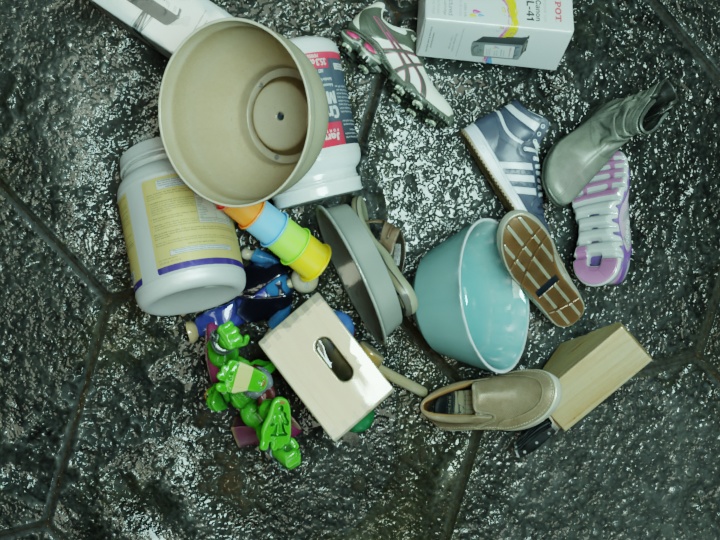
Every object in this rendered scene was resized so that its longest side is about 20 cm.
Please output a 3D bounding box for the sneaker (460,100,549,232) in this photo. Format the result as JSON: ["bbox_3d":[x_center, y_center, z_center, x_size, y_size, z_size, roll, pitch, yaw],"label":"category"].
[{"bbox_3d":[0.236,-0.139,1.141,0.108,0.070,0.202,-33,92,1],"label":"sneaker"}]

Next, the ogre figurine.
[{"bbox_3d":[-0.142,0.153,1.041,0.200,0.119,0.099,45,77,-22],"label":"ogre figurine"}]

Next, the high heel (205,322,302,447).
[{"bbox_3d":[-0.149,0.153,1.129,0.094,0.068,0.203,-12,118,6],"label":"high heel"}]

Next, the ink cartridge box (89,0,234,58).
[{"bbox_3d":[-0.245,-0.325,1.067,0.198,0.144,0.085,34,92,-4],"label":"ink cartridge box"}]

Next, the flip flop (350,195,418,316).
[{"bbox_3d":[0.039,-0.025,1.096,0.057,0.201,0.082,-27,138,-4],"label":"flip flop"}]

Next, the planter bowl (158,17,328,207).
[{"bbox_3d":[-0.117,-0.182,0.954,0.196,0.134,0.205,4,100,22],"label":"planter bowl"}]

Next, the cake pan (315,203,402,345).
[{"bbox_3d":[0.000,0.000,1.075,0.036,0.200,0.203,-25,95,-9],"label":"cake pan"}]

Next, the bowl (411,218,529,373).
[{"bbox_3d":[0.140,0.037,1.104,0.104,0.199,0.205,-7,95,36],"label":"bowl"}]

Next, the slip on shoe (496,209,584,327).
[{"bbox_3d":[0.241,-0.008,1.119,0.076,0.061,0.200,-38,119,9],"label":"slip on shoe"}]

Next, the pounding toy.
[{"bbox_3d":[-0.015,0.134,1.099,0.142,0.184,0.201,-39,85,-5],"label":"pounding toy"}]

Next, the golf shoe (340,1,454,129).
[{"bbox_3d":[0.064,-0.281,1.123,0.199,0.077,0.088,42,84,-5],"label":"golf shoe"}]

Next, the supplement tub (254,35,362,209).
[{"bbox_3d":[-0.077,-0.194,1.086,0.138,0.140,0.204,-13,94,-2],"label":"supplement tub"}]

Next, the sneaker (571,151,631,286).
[{"bbox_3d":[0.348,-0.067,1.153,0.079,0.088,0.204,-4,71,39],"label":"sneaker"}]

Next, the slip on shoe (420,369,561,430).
[{"bbox_3d":[0.172,0.175,1.105,0.197,0.060,0.078,-13,64,36],"label":"slip on shoe"}]

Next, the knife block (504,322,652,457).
[{"bbox_3d":[0.280,0.171,1.116,0.064,0.200,0.176,44,61,-5],"label":"knife block"}]

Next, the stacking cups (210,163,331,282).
[{"bbox_3d":[-0.127,-0.064,1.054,0.199,0.060,0.061,39,91,-28],"label":"stacking cups"}]

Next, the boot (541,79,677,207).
[{"bbox_3d":[0.329,-0.176,1.081,0.068,0.130,0.201,46,65,-14],"label":"boot"}]

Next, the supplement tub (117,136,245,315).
[{"bbox_3d":[-0.237,-0.057,1.068,0.142,0.146,0.204,-14,76,-2],"label":"supplement tub"}]

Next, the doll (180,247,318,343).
[{"bbox_3d":[-0.151,0.040,1.143,0.196,0.048,0.139,-20,97,1],"label":"doll"}]

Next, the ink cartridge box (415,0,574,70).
[{"bbox_3d":[0.177,-0.362,1.094,0.195,0.086,0.151,4,69,-2],"label":"ink cartridge box"}]
